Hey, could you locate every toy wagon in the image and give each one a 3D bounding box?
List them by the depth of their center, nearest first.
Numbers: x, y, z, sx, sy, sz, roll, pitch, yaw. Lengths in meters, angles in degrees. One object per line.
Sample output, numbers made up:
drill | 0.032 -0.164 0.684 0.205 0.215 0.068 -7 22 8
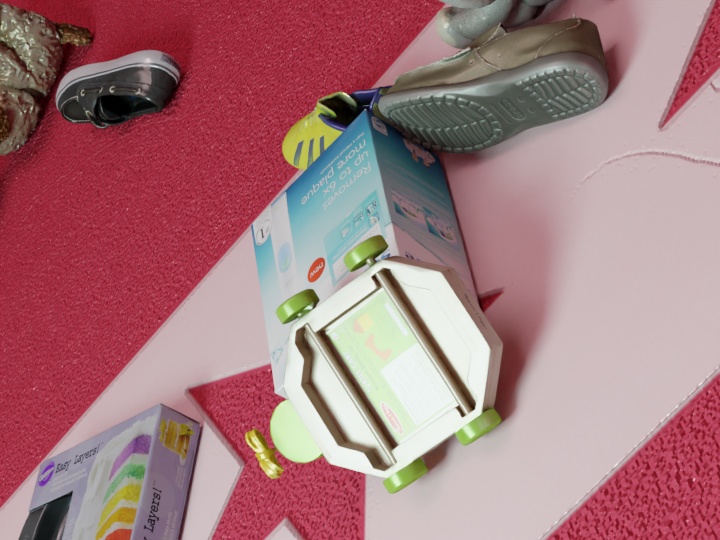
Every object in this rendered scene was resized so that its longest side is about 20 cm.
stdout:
toy wagon | 0.003 0.077 1.347 0.200 0.040 0.155 -37 80 27

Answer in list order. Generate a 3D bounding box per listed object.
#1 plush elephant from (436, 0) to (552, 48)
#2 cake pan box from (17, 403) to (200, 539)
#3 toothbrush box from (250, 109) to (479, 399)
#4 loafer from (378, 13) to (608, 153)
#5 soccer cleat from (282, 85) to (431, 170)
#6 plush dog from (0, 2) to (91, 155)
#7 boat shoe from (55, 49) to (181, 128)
plush elephant | 0.098 -0.269 1.484 0.165 0.155 0.200 -62 29 -4
cake pan box | -0.225 0.226 1.641 0.200 0.052 0.184 -26 41 44
toothbrush box | 0.000 0.000 1.468 0.146 0.085 0.200 -43 35 26
loafer | 0.103 -0.142 1.450 0.200 0.075 0.070 -8 50 36
soccer cleat | -0.014 -0.124 1.596 0.200 0.084 0.065 -2 62 56
plush dog | -0.411 -0.218 2.259 0.200 0.160 0.172 170 114 -87
boat shoe | -0.266 -0.183 2.047 0.200 0.069 0.057 -14 53 48
